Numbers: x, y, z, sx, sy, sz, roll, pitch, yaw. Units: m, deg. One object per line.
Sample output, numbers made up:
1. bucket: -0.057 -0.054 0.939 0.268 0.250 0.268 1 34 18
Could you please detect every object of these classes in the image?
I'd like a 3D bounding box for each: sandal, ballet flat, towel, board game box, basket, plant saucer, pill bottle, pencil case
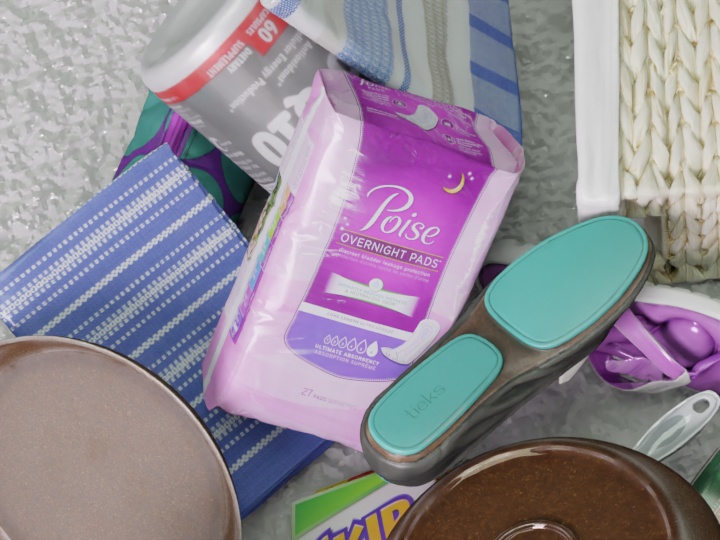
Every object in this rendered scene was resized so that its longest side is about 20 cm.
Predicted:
1. sandal: 0.150 0.042 1.532 0.202 0.083 0.050 18 59 30
2. ballet flat: 0.079 0.046 1.473 0.200 0.068 0.068 -37 61 -13
3. towel: 0.018 -0.157 1.535 0.024 0.200 0.147 -36 38 32
4. board game box: 0.007 0.184 1.478 0.095 0.030 0.201 -21 42 21
5. basket: 0.186 -0.102 1.561 0.123 0.136 0.201 -3 65 6
6. plant saucer: 0.093 0.161 1.413 0.199 0.035 0.201 -11 46 11
7. pill bottle: -0.019 -0.090 1.552 0.200 0.114 0.114 40 73 -19
8. towel: -0.103 0.045 1.544 0.145 0.024 0.200 -40 97 -19
9. pencil case: -0.124 -0.020 1.600 0.085 0.093 0.201 18 69 17
10. plant saucer: -0.152 0.121 1.511 0.199 0.201 0.032 17 31 17

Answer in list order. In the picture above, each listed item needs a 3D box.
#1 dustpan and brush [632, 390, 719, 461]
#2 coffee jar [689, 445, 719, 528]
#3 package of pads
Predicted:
1. dustpan and brush: 0.122 0.137 1.503 0.200 0.057 0.140 -36 65 -8
2. coffee jar: 0.261 0.177 1.448 0.200 0.085 0.104 33 76 21
3. package of pads: 0.000 0.000 1.490 0.120 0.201 0.076 16 22 -18
